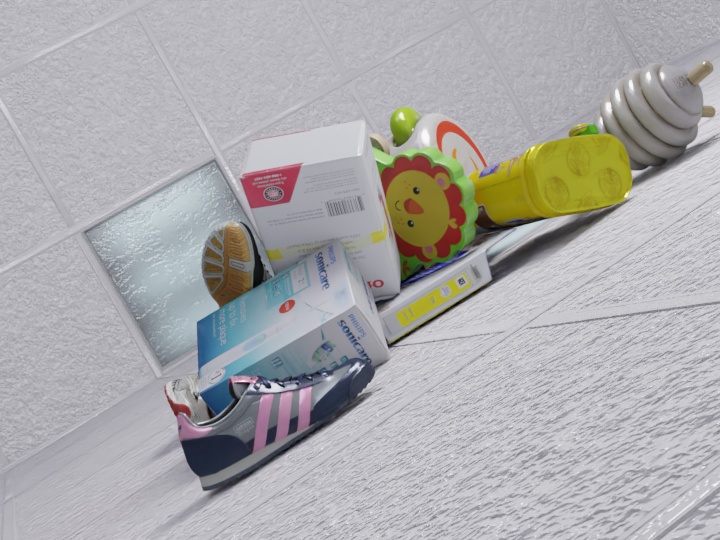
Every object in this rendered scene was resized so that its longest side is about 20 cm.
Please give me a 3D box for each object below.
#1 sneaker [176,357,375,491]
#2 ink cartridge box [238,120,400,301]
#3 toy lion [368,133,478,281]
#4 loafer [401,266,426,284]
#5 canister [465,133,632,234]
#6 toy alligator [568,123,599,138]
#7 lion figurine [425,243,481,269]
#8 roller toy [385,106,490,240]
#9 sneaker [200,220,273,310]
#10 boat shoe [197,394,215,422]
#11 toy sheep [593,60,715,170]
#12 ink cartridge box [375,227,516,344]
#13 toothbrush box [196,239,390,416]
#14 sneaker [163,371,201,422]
[{"bbox_3d":[-0.080,0.123,1.062,0.199,0.083,0.070,-32,3,-18],"label":"sneaker"},{"bbox_3d":[-0.042,-0.060,1.323,0.143,0.202,0.084,-9,35,10],"label":"ink cartridge box"},{"bbox_3d":[0.051,-0.067,1.403,0.069,0.191,0.202,-34,-34,-50],"label":"toy lion"},{"bbox_3d":[0.000,0.000,1.521,0.197,0.074,0.071,4,43,-7],"label":"loafer"},{"bbox_3d":[0.212,-0.100,1.382,0.147,0.088,0.199,-11,-2,-29],"label":"canister"},{"bbox_3d":[0.285,-0.136,1.475,0.054,0.060,0.200,-18,-20,4],"label":"toy alligator"},{"bbox_3d":[0.103,-0.014,1.662,0.200,0.073,0.122,-43,10,-9],"label":"lion figurine"},{"bbox_3d":[0.093,-0.106,1.546,0.139,0.202,0.182,-30,-33,30],"label":"roller toy"},{"bbox_3d":[-0.135,0.017,1.364,0.075,0.202,0.088,21,41,30],"label":"sneaker"},{"bbox_3d":[-0.149,0.119,1.444,0.059,0.072,0.201,-11,35,24],"label":"boat shoe"},{"bbox_3d":[0.374,-0.199,1.434,0.138,0.138,0.200,-34,-12,-50],"label":"toy sheep"},{"bbox_3d":[0.096,0.019,1.393,0.199,0.047,0.198,-29,2,-5],"label":"ink cartridge box"},{"bbox_3d":[-0.079,0.077,1.259,0.199,0.086,0.147,-29,31,9],"label":"toothbrush box"},{"bbox_3d":[-0.216,0.169,1.594,0.082,0.078,0.200,-28,4,13],"label":"sneaker"}]
